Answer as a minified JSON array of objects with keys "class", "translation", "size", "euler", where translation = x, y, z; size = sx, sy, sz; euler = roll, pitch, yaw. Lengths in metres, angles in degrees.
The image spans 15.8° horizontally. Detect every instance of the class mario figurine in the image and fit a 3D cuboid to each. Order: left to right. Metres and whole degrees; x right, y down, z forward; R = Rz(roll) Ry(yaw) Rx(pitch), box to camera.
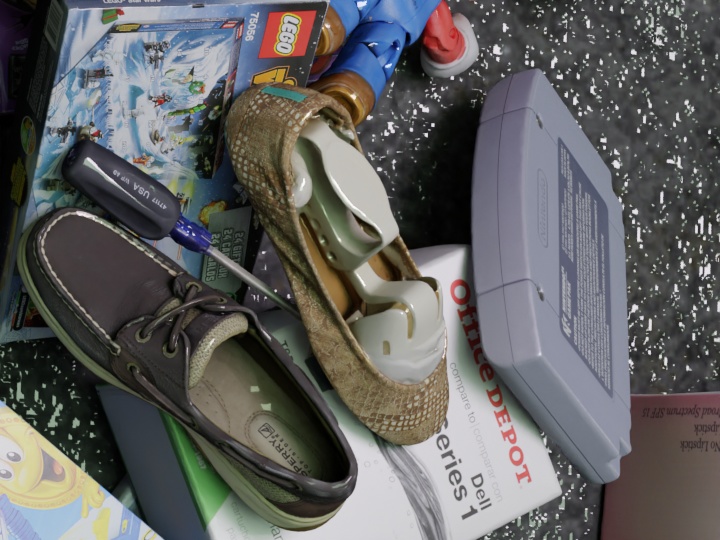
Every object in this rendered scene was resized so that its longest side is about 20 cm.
[{"class":"mario figurine","translation":[0.007,-0.148,1.372],"size":[0.106,0.124,0.200],"euler":[27,44,16]}]

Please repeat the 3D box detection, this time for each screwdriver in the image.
[{"class":"screwdriver","translation":[-0.062,-0.004,1.255],"size":[0.199,0.028,0.029],"euler":[33,36,-29]}]

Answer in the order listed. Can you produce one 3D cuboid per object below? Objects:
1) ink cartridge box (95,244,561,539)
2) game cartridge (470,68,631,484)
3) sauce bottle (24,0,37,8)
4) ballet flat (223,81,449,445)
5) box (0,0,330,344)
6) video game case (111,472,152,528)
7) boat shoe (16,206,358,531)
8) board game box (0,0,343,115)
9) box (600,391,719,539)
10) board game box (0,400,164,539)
[{"class":"ink cartridge box","translation":[-0.013,0.087,1.329],"size":[0.199,0.084,0.147],"euler":[-24,98,-27]},{"class":"game cartridge","translation":[0.101,-0.003,1.377],"size":[0.133,0.041,0.201],"euler":[46,34,-39]},{"class":"sauce bottle","translation":[-0.134,-0.150,1.282],"size":[0.199,0.066,0.066],"euler":[33,73,-22]},{"class":"ballet flat","translation":[0.000,0.000,1.244],"size":[0.070,0.065,0.201],"euler":[-43,113,-31]},{"class":"box","translation":[-0.104,-0.057,1.270],"size":[0.136,0.040,0.201],"euler":[-4,131,-29]},{"class":"video game case","translation":[-0.055,0.163,1.361],"size":[0.182,0.023,0.200],"euler":[45,68,-19]},{"class":"boat shoe","translation":[-0.074,0.037,1.219],"size":[0.200,0.065,0.073],"euler":[41,62,-3]},{"class":"board game box","translation":[-0.105,-0.149,1.351],"size":[0.199,0.032,0.121],"euler":[-9,95,-29]},{"class":"box","translation":[0.207,0.172,1.444],"size":[0.108,0.128,0.202],"euler":[10,82,-27]},{"class":"board game box","translation":[-0.200,0.166,1.214],"size":[0.196,0.056,0.201],"euler":[42,68,-21]}]
